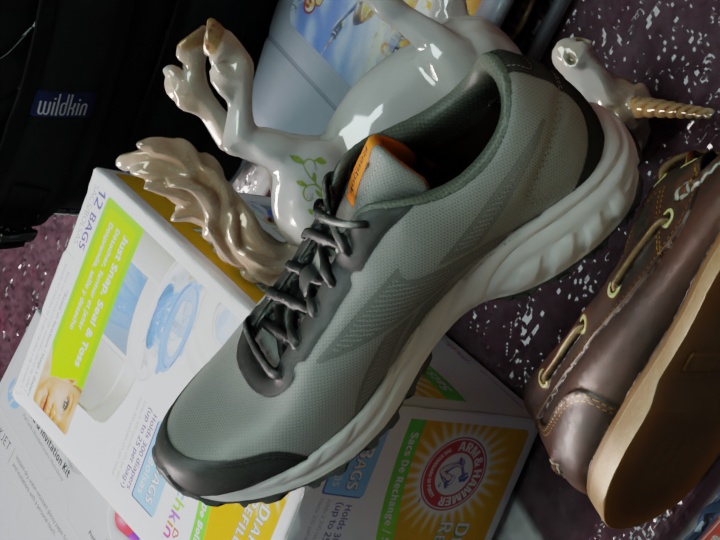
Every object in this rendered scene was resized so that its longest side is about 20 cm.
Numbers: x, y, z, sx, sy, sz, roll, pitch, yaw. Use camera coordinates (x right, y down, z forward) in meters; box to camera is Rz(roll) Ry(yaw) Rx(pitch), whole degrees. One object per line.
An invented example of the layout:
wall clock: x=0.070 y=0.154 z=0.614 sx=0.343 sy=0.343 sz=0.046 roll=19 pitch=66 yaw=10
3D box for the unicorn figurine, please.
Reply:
unicorn figurine: x=0.018 y=-0.065 z=1.025 sx=0.200 sy=0.074 sz=0.137 roll=-36 pitch=96 yaw=25

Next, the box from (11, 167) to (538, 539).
box: x=-0.037 y=0.054 z=1.092 sx=0.200 sy=0.101 sz=0.113 roll=41 pitch=115 yaw=46

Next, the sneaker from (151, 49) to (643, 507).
sneaker: x=0.000 y=0.000 z=0.947 sx=0.200 sy=0.079 sz=0.074 roll=-43 pitch=40 yaw=8

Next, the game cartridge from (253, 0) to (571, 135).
game cartridge: x=0.025 y=-0.114 z=1.103 sx=0.133 sy=0.041 sz=0.200 roll=46 pitch=118 yaw=40

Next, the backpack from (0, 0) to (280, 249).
backpack: x=-0.117 y=-0.132 z=1.156 sx=0.151 sy=0.177 sz=0.200 roll=57 pitch=138 yaw=37

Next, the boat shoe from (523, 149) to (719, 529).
boat shoe: x=0.117 y=-0.004 z=0.937 sx=0.200 sy=0.070 sz=0.070 roll=-56 pitch=49 yaw=28

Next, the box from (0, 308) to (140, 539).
box: x=-0.143 y=0.143 z=1.254 sx=0.156 sy=0.041 sz=0.200 roll=51 pitch=122 yaw=43

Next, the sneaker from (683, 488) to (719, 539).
sneaker: x=0.138 y=0.082 z=0.885 sx=0.075 sy=0.084 sz=0.201 roll=16 pitch=95 yaw=51
